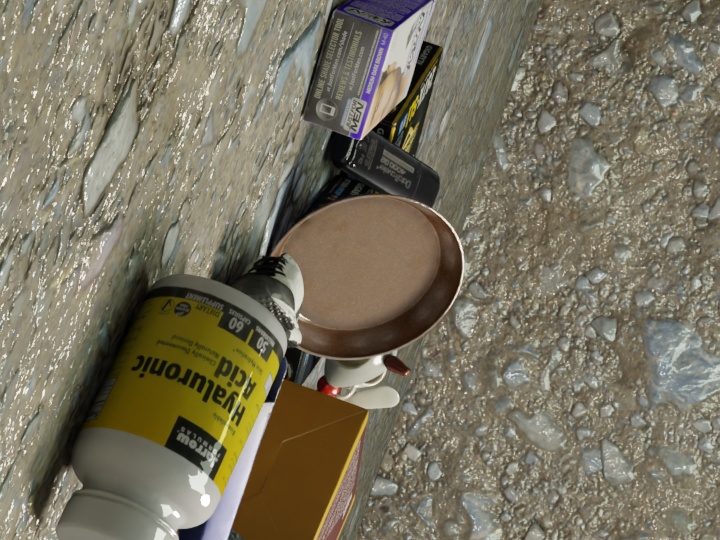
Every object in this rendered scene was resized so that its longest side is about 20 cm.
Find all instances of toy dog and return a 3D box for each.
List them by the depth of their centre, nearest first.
[{"bbox_3d":[0.001,0.118,1.993,0.132,0.096,0.200,-31,151,-22],"label":"toy dog"}]

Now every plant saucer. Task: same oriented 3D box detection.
[{"bbox_3d":[0.000,0.000,1.856,0.035,0.200,0.200,-109,-154,-49],"label":"plant saucer"}]

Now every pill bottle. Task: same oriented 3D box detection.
[{"bbox_3d":[-0.136,0.112,1.353,0.111,0.111,0.200,95,16,-63],"label":"pill bottle"}]

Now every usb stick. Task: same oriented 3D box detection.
[{"bbox_3d":[0.028,-0.106,2.010,0.200,0.033,0.056,27,79,-59],"label":"usb stick"}]

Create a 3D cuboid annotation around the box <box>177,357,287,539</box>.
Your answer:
[{"bbox_3d":[-0.123,0.127,1.487,0.032,0.121,0.200,4,115,-37],"label":"box"}]

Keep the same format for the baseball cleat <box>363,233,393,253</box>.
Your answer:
[{"bbox_3d":[0.016,-0.010,1.961,0.107,0.070,0.200,-66,170,7],"label":"baseball cleat"}]

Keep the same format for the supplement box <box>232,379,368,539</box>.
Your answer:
[{"bbox_3d":[-0.093,0.245,1.927,0.200,0.133,0.197,98,14,-57],"label":"supplement box"}]

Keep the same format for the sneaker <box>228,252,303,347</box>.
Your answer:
[{"bbox_3d":[-0.088,0.019,1.693,0.200,0.074,0.080,89,7,-82],"label":"sneaker"}]

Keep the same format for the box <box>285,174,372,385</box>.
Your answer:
[{"bbox_3d":[-0.050,0.018,1.990,0.159,0.046,0.200,-54,162,-65],"label":"box"}]

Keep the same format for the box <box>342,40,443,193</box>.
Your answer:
[{"bbox_3d":[0.030,-0.148,2.140,0.200,0.049,0.160,-60,165,-54],"label":"box"}]

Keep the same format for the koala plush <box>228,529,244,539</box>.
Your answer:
[{"bbox_3d":[-0.131,0.345,1.666,0.184,0.177,0.200,85,8,-55],"label":"koala plush"}]

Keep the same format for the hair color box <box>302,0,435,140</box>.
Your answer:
[{"bbox_3d":[0.011,-0.202,1.806,0.200,0.065,0.109,-48,157,-67],"label":"hair color box"}]
